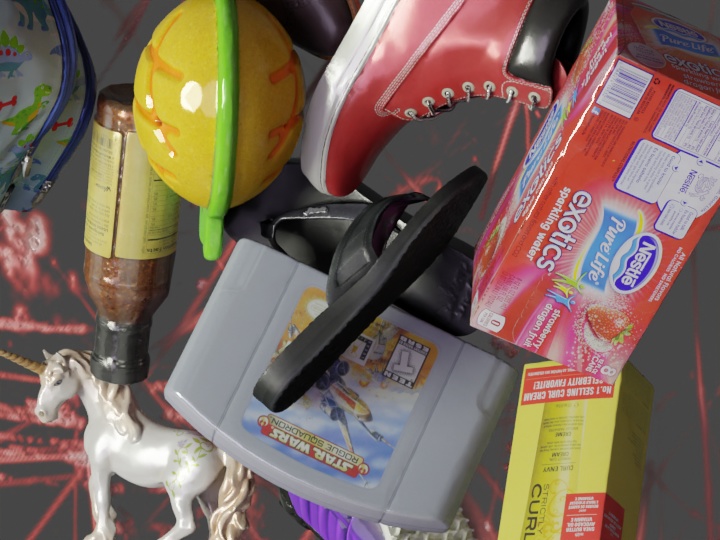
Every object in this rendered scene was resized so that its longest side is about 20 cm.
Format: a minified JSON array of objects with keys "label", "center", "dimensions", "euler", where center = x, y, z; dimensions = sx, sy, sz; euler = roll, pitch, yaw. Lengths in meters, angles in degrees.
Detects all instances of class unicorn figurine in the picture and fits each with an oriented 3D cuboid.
[{"label":"unicorn figurine","center":[-0.157,0.132,1.829],"dimensions":[0.199,0.074,0.138],"euler":[11,102,11]}]

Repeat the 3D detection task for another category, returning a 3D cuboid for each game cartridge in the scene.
[{"label":"game cartridge","center":[-0.015,0.079,1.671],"dimensions":[0.199,0.134,0.042],"euler":[25,156,1]}]

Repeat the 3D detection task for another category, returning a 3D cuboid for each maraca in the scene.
[{"label":"maraca","center":[-0.090,-0.093,1.664],"dimensions":[0.106,0.138,0.200],"euler":[3,147,-6]}]

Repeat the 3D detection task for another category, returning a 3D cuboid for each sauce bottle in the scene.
[{"label":"sauce bottle","center":[-0.155,-0.023,1.774],"dimensions":[0.066,0.066,0.201],"euler":[19,113,23]}]

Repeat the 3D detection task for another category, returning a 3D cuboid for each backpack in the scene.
[{"label":"backpack","center":[-0.264,-0.134,1.738],"dimensions":[0.200,0.146,0.184],"euler":[-49,60,40]}]

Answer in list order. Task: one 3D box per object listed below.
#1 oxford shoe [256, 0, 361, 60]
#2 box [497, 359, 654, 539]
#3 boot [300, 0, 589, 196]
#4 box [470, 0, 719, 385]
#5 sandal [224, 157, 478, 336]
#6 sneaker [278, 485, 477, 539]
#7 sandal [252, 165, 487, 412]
[{"label":"oxford shoe","center":[-0.084,-0.199,1.673],"dimensions":[0.200,0.072,0.071],"euler":[41,120,12]},{"label":"box","center":[0.127,0.153,1.608],"dimensions":[0.075,0.050,0.201],"euler":[-6,58,31]},{"label":"boot","center":[0.056,-0.105,1.628],"dimensions":[0.144,0.072,0.201],"euler":[35,116,14]},{"label":"box","center":[0.149,-0.047,1.560],"dimensions":[0.099,0.096,0.201],"euler":[23,119,-8]},{"label":"sandal","center":[-0.004,-0.017,1.703],"dimensions":[0.199,0.043,0.076],"euler":[20,114,23]},{"label":"sneaker","center":[0.000,0.159,1.748],"dimensions":[0.099,0.070,0.201],"euler":[-23,103,52]},{"label":"sandal","center":[0.000,0.000,1.630],"dimensions":[0.048,0.075,0.200],"euler":[42,80,12]}]
